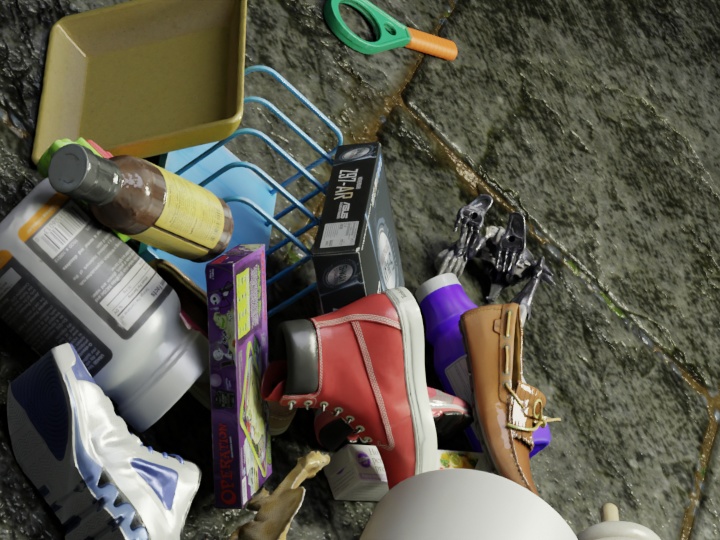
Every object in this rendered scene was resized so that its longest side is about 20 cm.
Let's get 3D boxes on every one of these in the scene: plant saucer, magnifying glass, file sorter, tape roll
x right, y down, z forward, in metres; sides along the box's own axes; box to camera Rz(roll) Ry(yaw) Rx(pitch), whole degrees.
[{"bbox_3d":[-0.193,-0.170,1.712,0.049,0.198,0.201,67,16,-45],"label":"plant saucer"},{"bbox_3d":[0.037,-0.277,2.174,0.199,0.022,0.080,9,51,-41],"label":"magnifying glass"},{"bbox_3d":[-0.102,-0.069,1.721,0.139,0.122,0.201,40,35,-28],"label":"file sorter"},{"bbox_3d":[0.079,0.284,1.538,0.203,0.203,0.139,43,36,-8],"label":"tape roll"}]

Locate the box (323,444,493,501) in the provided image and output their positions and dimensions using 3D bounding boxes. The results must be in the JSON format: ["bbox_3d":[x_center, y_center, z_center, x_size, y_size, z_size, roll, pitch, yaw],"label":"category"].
[{"bbox_3d":[0.053,0.191,1.736,0.199,0.041,0.039,8,51,-43],"label":"box"}]

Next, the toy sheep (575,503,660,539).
[{"bbox_3d":[0.235,0.302,1.744,0.137,0.138,0.201,26,42,-29],"label":"toy sheep"}]

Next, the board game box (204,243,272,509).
[{"bbox_3d":[-0.100,0.085,1.546,0.120,0.032,0.202,-31,120,-74],"label":"board game box"}]

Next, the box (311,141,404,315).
[{"bbox_3d":[0.000,0.000,1.700,0.200,0.043,0.161,-78,161,-58],"label":"box"}]

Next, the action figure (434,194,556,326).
[{"bbox_3d":[0.138,-0.004,1.960,0.118,0.102,0.200,29,-11,17],"label":"action figure"}]

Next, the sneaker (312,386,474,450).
[{"bbox_3d":[0.031,0.118,1.752,0.199,0.074,0.087,9,49,-44],"label":"sneaker"}]

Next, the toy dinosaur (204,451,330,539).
[{"bbox_3d":[-0.079,0.219,1.512,0.058,0.101,0.201,37,36,-17],"label":"toy dinosaur"}]

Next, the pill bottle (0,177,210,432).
[{"bbox_3d":[-0.220,0.030,1.522,0.200,0.116,0.116,45,35,-7],"label":"pill bottle"}]

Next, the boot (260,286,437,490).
[{"bbox_3d":[-0.013,0.124,1.597,0.143,0.201,0.072,-17,23,-19],"label":"boot"}]

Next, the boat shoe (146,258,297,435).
[{"bbox_3d":[-0.127,0.067,1.631,0.200,0.066,0.074,39,36,-15],"label":"boat shoe"}]

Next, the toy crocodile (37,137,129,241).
[{"bbox_3d":[-0.224,-0.076,1.609,0.067,0.062,0.200,43,-2,16],"label":"toy crocodile"}]

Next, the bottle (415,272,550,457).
[{"bbox_3d":[0.117,0.099,1.870,0.083,0.065,0.201,0,58,-48],"label":"bottle"}]

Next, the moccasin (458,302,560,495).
[{"bbox_3d":[0.147,0.127,1.779,0.074,0.077,0.203,62,18,-58],"label":"moccasin"}]

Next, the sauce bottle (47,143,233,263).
[{"bbox_3d":[-0.178,-0.058,1.520,0.200,0.064,0.065,28,35,-59],"label":"sauce bottle"}]

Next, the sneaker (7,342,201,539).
[{"bbox_3d":[-0.195,0.157,1.475,0.115,0.080,0.200,-11,73,-55],"label":"sneaker"}]
